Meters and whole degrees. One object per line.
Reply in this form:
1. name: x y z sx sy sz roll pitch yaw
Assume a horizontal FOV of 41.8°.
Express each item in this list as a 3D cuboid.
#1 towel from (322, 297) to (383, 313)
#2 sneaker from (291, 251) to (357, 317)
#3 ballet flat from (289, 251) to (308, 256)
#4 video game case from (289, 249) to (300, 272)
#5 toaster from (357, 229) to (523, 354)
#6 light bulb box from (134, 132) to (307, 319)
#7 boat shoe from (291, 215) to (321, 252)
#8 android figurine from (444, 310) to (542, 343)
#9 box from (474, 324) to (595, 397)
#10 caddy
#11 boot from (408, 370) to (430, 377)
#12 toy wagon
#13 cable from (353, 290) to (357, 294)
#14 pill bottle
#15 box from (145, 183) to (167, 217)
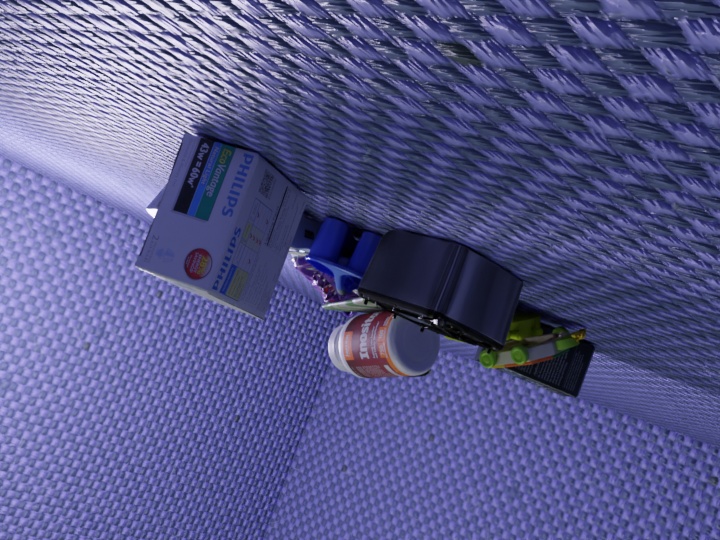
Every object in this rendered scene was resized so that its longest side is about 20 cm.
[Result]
1. towel: 0.051 0.051 1.586 0.151 0.024 0.199 5 170 -33
2. sneaker: -0.061 0.028 1.908 0.080 0.084 0.200 -22 137 32
3. ballet flat: -0.143 -0.071 1.730 0.198 0.063 0.067 22 174 7
4. video game case: -0.063 0.002 2.058 0.198 0.018 0.144 25 -162 -29
5. toaster: 0.124 0.033 1.387 0.180 0.120 0.199 26 173 -42
6. light bulb box: -0.188 -0.057 1.325 0.123 0.201 0.200 17 172 20
7. boat shoe: -0.124 -0.071 1.597 0.067 0.075 0.199 3 176 25
8. android figurine: 0.241 0.098 1.694 0.180 0.042 0.199 -7 -171 -33
9. box: 0.339 0.163 1.857 0.198 0.108 0.148 22 175 4
10. caddy: -0.015 -0.010 1.578 0.140 0.106 0.200 22 175 12
11. boot: 0.107 0.112 1.793 0.179 0.073 0.201 2 -143 -17
12. toy wagon: 0.310 0.136 1.669 0.198 0.040 0.154 -13 -177 44
13. cable: 0.000 0.000 1.771 0.098 0.050 0.200 57 -175 -8
14. pill bottle: 0.034 0.128 1.629 0.112 0.115 0.199 25 158 -33
15. box: -0.279 -0.077 1.731 0.200 0.097 0.176 44 167 -19
